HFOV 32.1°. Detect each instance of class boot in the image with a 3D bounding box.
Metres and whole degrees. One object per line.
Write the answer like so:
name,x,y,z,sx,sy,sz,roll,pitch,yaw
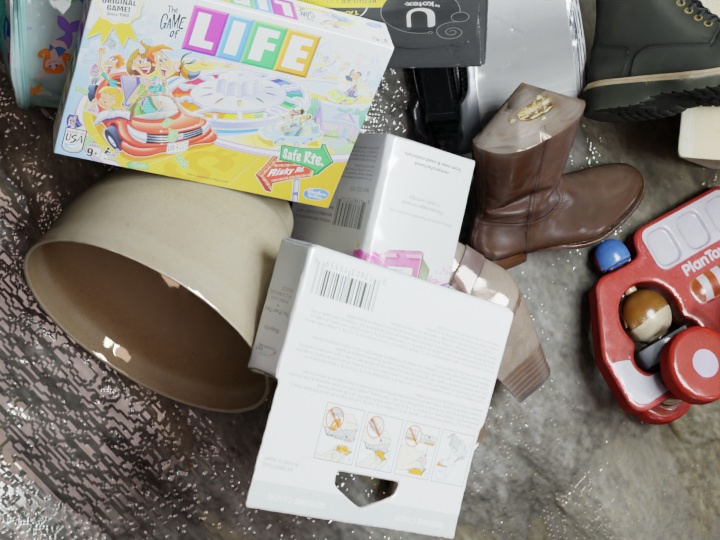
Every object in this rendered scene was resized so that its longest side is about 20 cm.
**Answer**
boot,0.061,0.081,1.058,0.200,0.070,0.147,-42,100,-3
boot,0.257,-0.197,0.952,0.077,0.198,0.141,9,80,-54
boot,0.168,-0.090,1.017,0.185,0.201,0.065,-28,60,-14

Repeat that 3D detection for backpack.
backpack,-0.222,-0.213,0.873,0.148,0.177,0.203,-10,107,-16

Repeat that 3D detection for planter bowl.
planter bowl,-0.127,-0.008,0.927,0.200,0.199,0.136,39,59,-18

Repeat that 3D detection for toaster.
toaster,0.109,-0.179,1.030,0.127,0.113,0.203,-14,98,-21

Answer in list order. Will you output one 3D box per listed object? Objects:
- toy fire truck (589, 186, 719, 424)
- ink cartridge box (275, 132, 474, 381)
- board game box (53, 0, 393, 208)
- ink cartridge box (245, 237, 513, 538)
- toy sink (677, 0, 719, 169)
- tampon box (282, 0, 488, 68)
toy fire truck,0.289,0.033,1.128,0.198,0.112,0.170,-26,78,-17
ink cartridge box,0.000,0.000,0.984,0.084,0.144,0.203,14,89,-29
board game box,-0.093,-0.122,0.835,0.197,0.034,0.136,10,126,-21
ink cartridge box,0.009,0.088,0.883,0.198,0.043,0.176,18,87,-38
toy sink,0.345,-0.151,1.062,0.110,0.199,0.133,6,93,23
tampon box,0.016,-0.261,0.885,0.147,0.127,0.203,-1,70,5
